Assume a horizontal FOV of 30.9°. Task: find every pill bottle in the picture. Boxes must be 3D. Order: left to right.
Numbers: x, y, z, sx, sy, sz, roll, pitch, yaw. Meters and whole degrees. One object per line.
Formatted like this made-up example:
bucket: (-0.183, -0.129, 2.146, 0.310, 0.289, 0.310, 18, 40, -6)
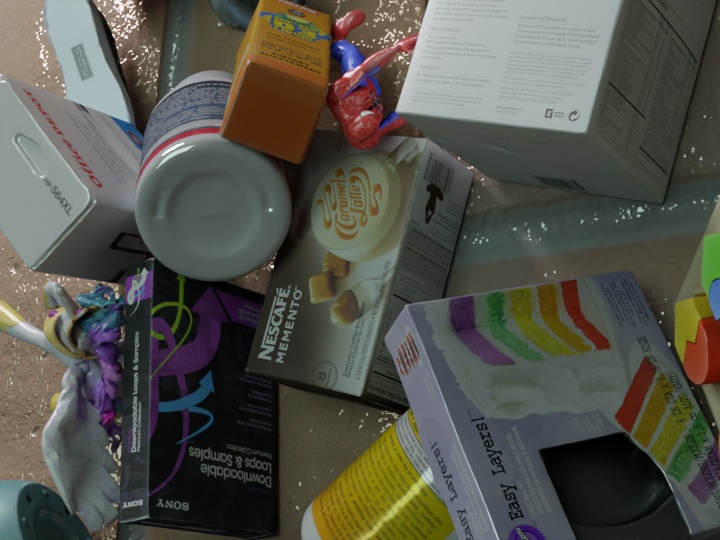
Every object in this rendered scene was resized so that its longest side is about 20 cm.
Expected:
pill bottle: (-0.118, -0.088, 1.053, 0.120, 0.120, 0.200, -41, 25, 15)
pill bottle: (0.030, 0.179, 0.915, 0.200, 0.113, 0.113, -45, 56, 13)

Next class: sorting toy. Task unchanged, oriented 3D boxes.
sorting toy: (0.229, 0.057, 0.768, 0.036, 0.200, 0.186, -11, 58, -3)

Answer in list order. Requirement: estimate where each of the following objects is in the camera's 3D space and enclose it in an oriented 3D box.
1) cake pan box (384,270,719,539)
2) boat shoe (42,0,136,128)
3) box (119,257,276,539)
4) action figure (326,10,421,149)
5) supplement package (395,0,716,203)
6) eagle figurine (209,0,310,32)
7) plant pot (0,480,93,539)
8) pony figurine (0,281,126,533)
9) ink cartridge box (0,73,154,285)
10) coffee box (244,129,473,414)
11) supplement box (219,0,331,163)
cake pan box: (0.132, 0.104, 0.837, 0.052, 0.184, 0.201, 117, 140, -54)
boat shoe: (-0.250, -0.173, 1.241, 0.068, 0.057, 0.201, -15, 84, 11)
box: (-0.123, 0.104, 1.018, 0.036, 0.143, 0.201, -14, 68, 36)
action figure: (0.022, -0.155, 1.000, 0.099, 0.065, 0.200, -26, 26, 16)
supplement package: (0.148, -0.173, 0.927, 0.151, 0.151, 0.201, 12, 82, 35)
eagle figurine: (-0.104, -0.291, 1.166, 0.199, 0.151, 0.152, 18, 129, 7)
plant pot: (-0.305, 0.266, 1.062, 0.161, 0.201, 0.201, -31, 60, 7)
pony figurine: (-0.219, 0.091, 1.076, 0.166, 0.193, 0.200, -37, 18, -24)
ink cartridge box: (-0.230, -0.067, 1.092, 0.084, 0.200, 0.146, -45, 70, 13)
coffee box: (0.000, 0.000, 1.011, 0.114, 0.080, 0.201, 10, 80, 35)
supplement box: (-0.063, -0.155, 1.013, 0.200, 0.066, 0.069, -95, 25, -65)
